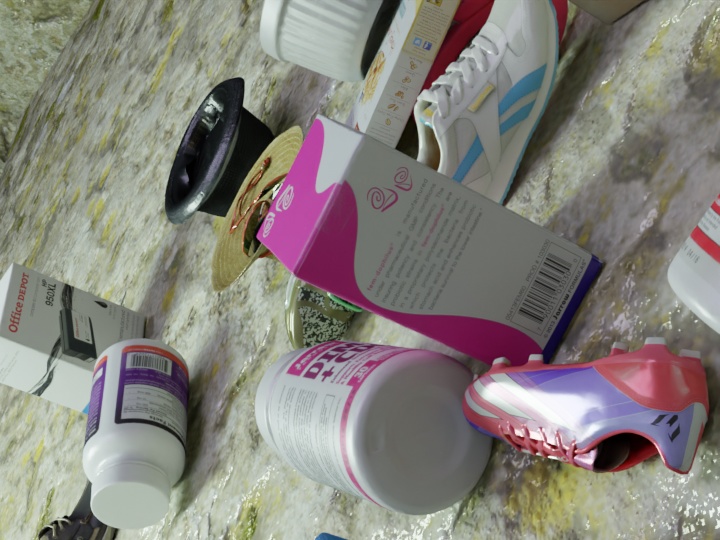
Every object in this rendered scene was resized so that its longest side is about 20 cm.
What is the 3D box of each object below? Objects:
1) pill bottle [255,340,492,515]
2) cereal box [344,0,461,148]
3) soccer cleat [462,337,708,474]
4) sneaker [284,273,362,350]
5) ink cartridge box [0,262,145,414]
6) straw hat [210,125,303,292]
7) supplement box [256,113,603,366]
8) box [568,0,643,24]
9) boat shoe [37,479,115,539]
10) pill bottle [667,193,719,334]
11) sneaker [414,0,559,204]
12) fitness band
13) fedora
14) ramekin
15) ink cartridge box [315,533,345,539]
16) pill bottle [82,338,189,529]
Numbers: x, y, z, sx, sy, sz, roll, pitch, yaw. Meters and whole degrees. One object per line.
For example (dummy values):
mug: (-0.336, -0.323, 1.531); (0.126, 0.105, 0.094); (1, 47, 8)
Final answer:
pill bottle: (0.001, 0.111, 0.884); (0.200, 0.113, 0.113); (-1, 67, 63)
cereal box: (0.038, -0.197, 1.118); (0.144, 0.039, 0.200); (-95, 28, -66)
soccer cleat: (0.127, 0.092, 0.720); (0.200, 0.067, 0.077); (-20, 55, 53)
sneaker: (0.000, 0.000, 1.045); (0.200, 0.077, 0.089); (-62, 33, 12)
ink cartridge box: (-0.398, 0.096, 1.572); (0.084, 0.200, 0.145); (-49, 30, 31)
straw hat: (-0.073, -0.047, 1.208); (0.201, 0.085, 0.201); (-50, 23, 30)
supplement box: (0.045, -0.015, 0.809); (0.101, 0.200, 0.103); (-62, 25, 5)
box: (0.138, -0.277, 0.868); (0.078, 0.200, 0.095); (-31, 41, 50)
boat shoe: (-0.344, 0.327, 1.407); (0.074, 0.073, 0.200); (-25, 46, 54)
pill bottle: (0.245, -0.046, 0.553); (0.200, 0.112, 0.112); (-58, 26, 15)
sneaker: (0.093, -0.135, 0.925); (0.077, 0.081, 0.200); (-130, 54, -61)
fitness band: (0.111, -0.197, 1.043); (0.200, 0.037, 0.144); (-28, 44, 54)
fedora: (-0.162, -0.134, 1.450); (0.201, 0.092, 0.201); (-44, 32, 38)
ramekin: (-0.007, -0.286, 1.193); (0.200, 0.105, 0.200); (-59, -9, -15)
ink cartridge box: (0.050, 0.238, 0.617); (0.084, 0.144, 0.200); (-63, 24, 7)
pill bottle: (-0.248, 0.181, 1.308); (0.111, 0.111, 0.200); (-49, 29, 31)
